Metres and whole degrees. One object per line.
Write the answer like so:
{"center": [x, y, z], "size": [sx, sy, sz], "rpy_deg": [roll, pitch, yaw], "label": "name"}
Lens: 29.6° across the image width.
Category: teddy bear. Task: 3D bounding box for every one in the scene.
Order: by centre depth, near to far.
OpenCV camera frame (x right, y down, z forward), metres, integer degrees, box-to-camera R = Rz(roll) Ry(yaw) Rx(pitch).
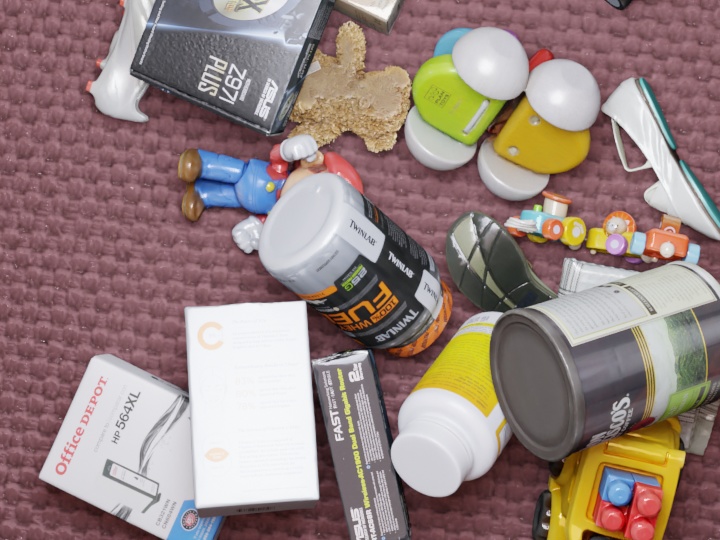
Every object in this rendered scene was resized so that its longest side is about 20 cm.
{"center": [-0.039, -0.197, 1.490], "size": [0.198, 0.067, 0.146], "rpy_deg": [-1, 79, 9], "label": "teddy bear"}

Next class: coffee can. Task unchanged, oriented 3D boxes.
{"center": [0.246, 0.084, 1.316], "size": [0.199, 0.146, 0.148], "rpy_deg": [-15, 87, -24], "label": "coffee can"}

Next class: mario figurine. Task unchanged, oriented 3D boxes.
{"center": [-0.096, -0.082, 1.456], "size": [0.198, 0.124, 0.107], "rpy_deg": [2, 75, 6], "label": "mario figurine"}

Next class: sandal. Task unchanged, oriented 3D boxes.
{"center": [0.163, 0.020, 1.475], "size": [0.080, 0.057, 0.201], "rpy_deg": [-40, 104, 11], "label": "sandal"}

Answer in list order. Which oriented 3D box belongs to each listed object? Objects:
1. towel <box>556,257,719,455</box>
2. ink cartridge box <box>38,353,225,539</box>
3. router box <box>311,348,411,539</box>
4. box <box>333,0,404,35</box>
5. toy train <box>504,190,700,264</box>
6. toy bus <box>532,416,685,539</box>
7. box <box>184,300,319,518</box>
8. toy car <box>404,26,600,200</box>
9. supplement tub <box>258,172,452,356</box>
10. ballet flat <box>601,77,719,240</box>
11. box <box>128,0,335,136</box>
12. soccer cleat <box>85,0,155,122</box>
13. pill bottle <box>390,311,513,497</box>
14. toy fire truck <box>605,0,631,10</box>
{"center": [0.296, 0.094, 1.447], "size": [0.198, 0.035, 0.194], "rpy_deg": [10, 106, 1], "label": "towel"}
{"center": [-0.222, 0.196, 1.464], "size": [0.199, 0.084, 0.147], "rpy_deg": [24, 89, 2], "label": "ink cartridge box"}
{"center": [0.003, 0.182, 1.424], "size": [0.062, 0.150, 0.202], "rpy_deg": [-13, 88, 2], "label": "router box"}
{"center": [-0.039, -0.344, 1.481], "size": [0.199, 0.078, 0.096], "rpy_deg": [25, 90, 3], "label": "box"}
{"center": [0.252, -0.048, 1.426], "size": [0.198, 0.150, 0.056], "rpy_deg": [13, 87, 6], "label": "toy train"}
{"center": [0.258, 0.246, 1.385], "size": [0.134, 0.192, 0.202], "rpy_deg": [12, 102, 0], "label": "toy bus"}
{"center": [-0.111, 0.141, 1.381], "size": [0.123, 0.098, 0.202], "rpy_deg": [-3, 75, -6], "label": "box"}
{"center": [0.151, -0.186, 1.437], "size": [0.199, 0.175, 0.151], "rpy_deg": [21, 50, -12], "label": "toy car"}
{"center": [0.000, 0.000, 1.407], "size": [0.200, 0.122, 0.123], "rpy_deg": [39, 89, -35], "label": "supplement tub"}
{"center": [0.323, -0.111, 1.473], "size": [0.069, 0.069, 0.201], "rpy_deg": [-28, 83, 1], "label": "ballet flat"}
{"center": [-0.123, -0.263, 1.411], "size": [0.163, 0.086, 0.201], "rpy_deg": [24, 99, 4], "label": "box"}
{"center": [-0.233, -0.261, 1.495], "size": [0.077, 0.069, 0.201], "rpy_deg": [22, 96, -2], "label": "soccer cleat"}
{"center": [0.110, 0.138, 1.394], "size": [0.108, 0.200, 0.110], "rpy_deg": [18, 130, 23], "label": "pill bottle"}
{"center": [0.246, -0.363, 1.411], "size": [0.176, 0.200, 0.129], "rpy_deg": [43, 89, 3], "label": "toy fire truck"}
